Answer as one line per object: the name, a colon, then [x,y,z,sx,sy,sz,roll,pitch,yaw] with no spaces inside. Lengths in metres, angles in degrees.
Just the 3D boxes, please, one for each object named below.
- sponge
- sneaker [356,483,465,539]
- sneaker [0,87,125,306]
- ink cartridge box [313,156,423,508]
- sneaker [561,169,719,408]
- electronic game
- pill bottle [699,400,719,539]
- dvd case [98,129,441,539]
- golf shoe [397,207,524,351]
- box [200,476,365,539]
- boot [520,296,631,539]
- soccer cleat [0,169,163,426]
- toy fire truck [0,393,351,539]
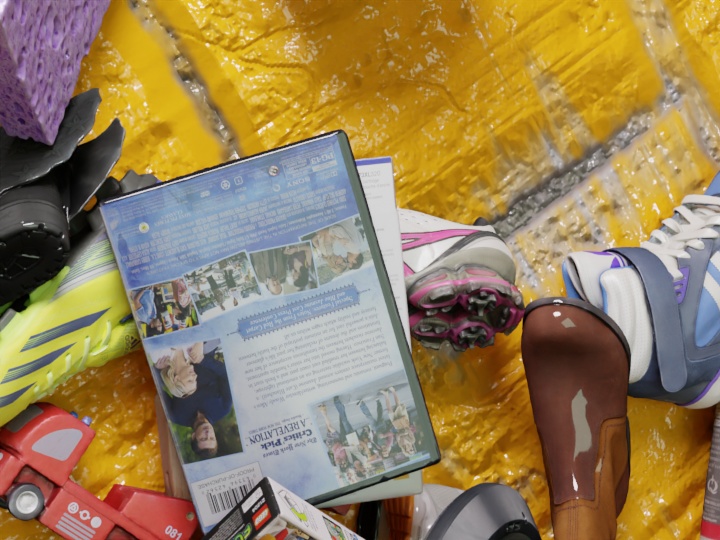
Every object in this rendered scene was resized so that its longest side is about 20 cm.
sponge: [-0.156,-0.179,0.776,0.030,0.112,0.200,11,62,9]
sneaker: [0.045,0.234,0.935,0.092,0.076,0.200,10,88,-32]
sneaker: [-0.221,-0.023,0.798,0.200,0.104,0.060,-24,135,8]
ink cartridge box: [-0.020,0.037,0.845,0.095,0.037,0.200,-6,99,-10]
sneaker: [0.213,-0.009,1.010,0.146,0.081,0.200,21,87,-30]
electronic game: [0.064,0.227,0.879,0.200,0.042,0.200,-24,117,-57]
pill bottle: [0.310,0.116,1.045,0.111,0.111,0.200,10,86,-27]
dvd case: [-0.048,0.036,0.814,0.143,0.018,0.200,-18,98,-8]
golf shoe: [0.000,0.000,0.919,0.200,0.073,0.092,4,47,-16]
box: [-0.081,0.216,0.829,0.200,0.035,0.110,-45,123,11]
boot: [0.127,0.140,0.903,0.188,0.068,0.200,79,19,-43]
soccer cleat: [-0.160,0.032,0.822,0.084,0.065,0.200,47,65,-21]
toy fire truck: [-0.111,0.121,0.864,0.200,0.049,0.141,40,73,-21]
